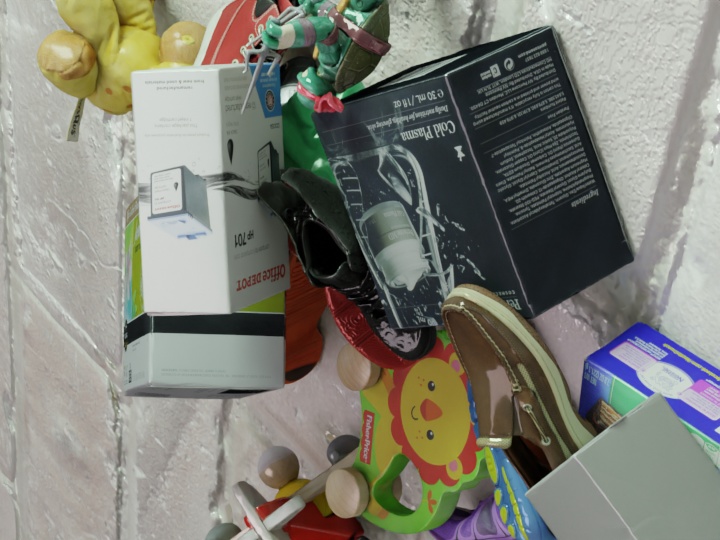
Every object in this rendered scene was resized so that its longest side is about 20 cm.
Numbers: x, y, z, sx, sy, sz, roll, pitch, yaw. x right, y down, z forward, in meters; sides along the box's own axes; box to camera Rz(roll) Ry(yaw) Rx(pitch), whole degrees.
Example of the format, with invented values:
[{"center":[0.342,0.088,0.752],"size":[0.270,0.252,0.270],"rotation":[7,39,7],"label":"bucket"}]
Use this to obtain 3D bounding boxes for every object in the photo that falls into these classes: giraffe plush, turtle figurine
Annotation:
[{"center":[-0.209,-0.201,1.716],"size":[0.161,0.172,0.202],"rotation":[19,119,22],"label":"giraffe plush"},{"center":[-0.018,-0.202,1.381],"size":[0.100,0.201,0.150],"rotation":[32,-169,-7],"label":"turtle figurine"}]

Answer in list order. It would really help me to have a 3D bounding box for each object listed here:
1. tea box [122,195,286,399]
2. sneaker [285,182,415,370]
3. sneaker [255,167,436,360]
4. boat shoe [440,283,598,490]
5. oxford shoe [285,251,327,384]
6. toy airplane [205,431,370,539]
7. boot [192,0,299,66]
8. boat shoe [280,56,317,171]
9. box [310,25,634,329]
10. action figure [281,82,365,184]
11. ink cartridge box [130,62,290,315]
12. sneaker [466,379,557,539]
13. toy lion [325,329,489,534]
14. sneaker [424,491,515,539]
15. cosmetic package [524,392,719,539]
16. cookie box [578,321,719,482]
[{"center":[-0.155,0.022,1.688],"size":[0.200,0.132,0.199],"rotation":[155,117,-73],"label":"tea box"},{"center":[0.000,0.000,1.600],"size":[0.201,0.078,0.115],"rotation":[56,-168,6],"label":"sneaker"},{"center":[-0.010,-0.001,1.475],"size":[0.060,0.104,0.201],"rotation":[-24,95,30],"label":"sneaker"},{"center":[0.118,0.107,1.314],"size":[0.203,0.075,0.075],"rotation":[53,152,-12],"label":"boat shoe"},{"center":[-0.076,0.028,1.738],"size":[0.073,0.071,0.201],"rotation":[50,146,30],"label":"oxford shoe"},{"center":[-0.076,0.240,1.767],"size":[0.200,0.198,0.142],"rotation":[107,144,-50],"label":"toy airplane"},{"center":[-0.102,-0.173,1.551],"size":[0.144,0.072,0.202],"rotation":[-22,50,55],"label":"boot"},{"center":[-0.090,-0.139,1.650],"size":[0.200,0.069,0.067],"rotation":[132,145,-56],"label":"boat shoe"},{"center":[0.087,-0.069,1.386],"size":[0.199,0.123,0.198],"rotation":[-8,107,57],"label":"box"},{"center":[0.007,-0.080,1.534],"size":[0.118,0.055,0.200],"rotation":[-42,89,15],"label":"action figure"},{"center":[-0.124,-0.072,1.459],"size":[0.085,0.146,0.202],"rotation":[-1,98,18],"label":"ink cartridge box"},{"center":[0.146,0.136,1.488],"size":[0.071,0.082,0.201],"rotation":[144,115,-64],"label":"sneaker"},{"center":[0.059,0.150,1.598],"size":[0.191,0.068,0.202],"rotation":[17,106,45],"label":"toy lion"},{"center":[0.137,0.224,1.580],"size":[0.199,0.080,0.084],"rotation":[-8,88,50],"label":"sneaker"},{"center":[0.225,0.203,1.250],"size":[0.201,0.106,0.090],"rotation":[54,144,13],"label":"cosmetic package"},{"center":[0.249,0.171,1.355],"size":[0.171,0.075,0.201],"rotation":[34,138,37],"label":"cookie box"}]
